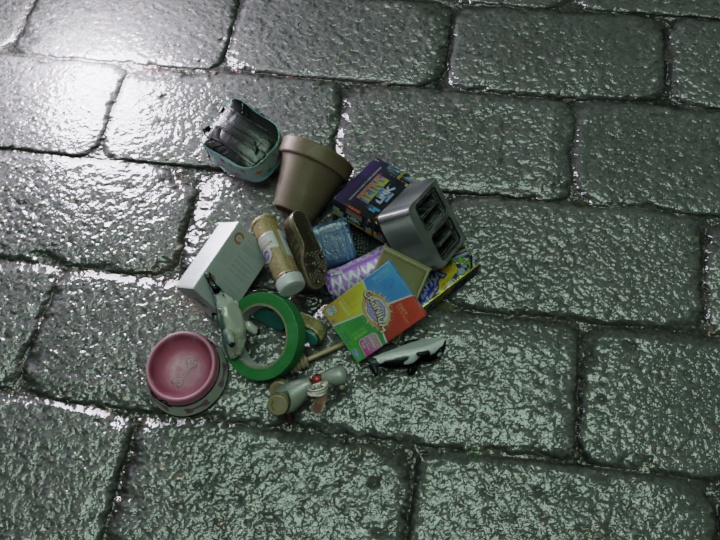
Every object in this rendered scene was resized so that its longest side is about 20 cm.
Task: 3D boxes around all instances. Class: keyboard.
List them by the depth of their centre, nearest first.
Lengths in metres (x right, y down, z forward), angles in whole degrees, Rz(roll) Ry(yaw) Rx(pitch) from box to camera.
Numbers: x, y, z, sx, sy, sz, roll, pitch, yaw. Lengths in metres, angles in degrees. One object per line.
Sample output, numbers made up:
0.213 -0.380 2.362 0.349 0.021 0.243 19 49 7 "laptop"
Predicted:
-0.021 -0.130 1.866 0.124 0.021 0.203 2 64 3 "keyboard"

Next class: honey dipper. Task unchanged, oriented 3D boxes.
-0.080 0.191 1.705 0.197 0.038 0.038 -23 65 -11 "honey dipper"

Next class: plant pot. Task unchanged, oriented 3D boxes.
-0.140 -0.224 1.836 0.197 0.200 0.177 23 83 12 "plant pot"

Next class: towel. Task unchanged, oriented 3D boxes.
-0.113 -0.053 1.800 0.196 0.049 0.114 -16 88 0 "towel"

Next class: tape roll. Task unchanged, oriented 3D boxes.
-0.225 0.154 1.674 0.197 0.048 0.205 -2 83 21 "tape roll"

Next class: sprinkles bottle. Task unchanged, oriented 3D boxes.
-0.197 -0.037 1.703 0.067 0.069 0.202 -22 64 -9 "sprinkles bottle"

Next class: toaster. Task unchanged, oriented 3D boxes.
0.143 -0.101 1.724 0.200 0.118 0.183 -45 111 -40 "toaster"

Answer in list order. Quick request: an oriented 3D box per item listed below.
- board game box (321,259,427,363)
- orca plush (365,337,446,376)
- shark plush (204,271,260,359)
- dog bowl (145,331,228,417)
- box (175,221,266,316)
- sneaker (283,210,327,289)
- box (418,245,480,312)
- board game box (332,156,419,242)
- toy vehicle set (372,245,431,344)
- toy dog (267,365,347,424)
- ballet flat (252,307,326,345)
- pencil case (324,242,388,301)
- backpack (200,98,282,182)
0.032 0.095 1.665 0.199 0.040 0.154 -36 89 12 "board game box"
0.113 0.216 1.666 0.198 0.105 0.072 -18 103 -32 "orca plush"
-0.319 0.105 1.636 0.091 0.083 0.202 -39 100 -44 "shark plush"
-0.412 0.234 1.675 0.196 0.074 0.204 -1 65 1 "dog bowl"
-0.331 -0.002 1.740 0.097 0.125 0.202 3 54 50 "box"
-0.137 -0.041 1.735 0.069 0.075 0.203 -3 70 -36 "sneaker"
0.195 0.030 1.757 0.199 0.065 0.070 -36 69 -15 "box"
0.050 -0.186 1.842 0.164 0.057 0.200 31 55 16 "board game box"
0.073 0.059 1.697 0.123 0.026 0.203 27 108 11 "toy vehicle set"
-0.120 0.289 1.623 0.197 0.098 0.132 -12 19 28 "toy dog"
-0.170 0.117 1.733 0.197 0.071 0.071 23 67 15 "ballet flat"
0.000 0.000 1.766 0.197 0.086 0.084 -26 46 -12 "pencil case"
-0.297 -0.327 1.895 0.198 0.154 0.177 29 70 25 "backpack"
